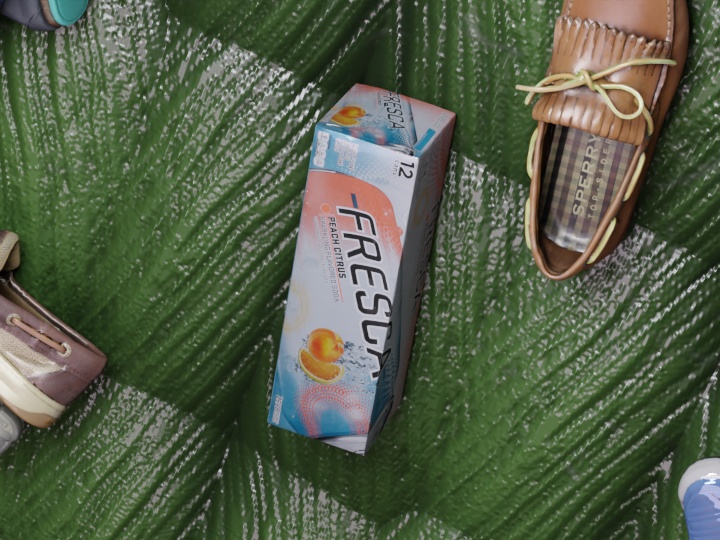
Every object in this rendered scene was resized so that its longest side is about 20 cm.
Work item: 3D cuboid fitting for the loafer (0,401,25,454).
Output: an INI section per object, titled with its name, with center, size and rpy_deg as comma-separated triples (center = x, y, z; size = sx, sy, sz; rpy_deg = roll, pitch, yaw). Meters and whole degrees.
[loafer]
center = -0.294, 0.047, 1.600
size = 0.070, 0.070, 0.200
rpy_deg = -39, 103, 16

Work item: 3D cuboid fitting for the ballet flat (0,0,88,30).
[ballet flat]
center = -0.192, -0.226, 1.422
size = 0.073, 0.073, 0.200
rpy_deg = 11, 124, 17

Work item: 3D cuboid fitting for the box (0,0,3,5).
[box]
center = -0.244, -0.185, 1.422
size = 0.121, 0.032, 0.200
rpy_deg = 48, 153, 2

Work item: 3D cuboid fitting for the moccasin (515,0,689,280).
[moccasin]
center = 0.122, -0.088, 1.355
size = 0.074, 0.078, 0.202
rpy_deg = 22, 123, 10

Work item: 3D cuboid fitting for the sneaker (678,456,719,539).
[sneaker]
center = 0.233, 0.197, 1.463
size = 0.076, 0.077, 0.200
rpy_deg = -17, 107, 31

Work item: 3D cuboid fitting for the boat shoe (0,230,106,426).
[boat shoe]
center = -0.234, 0.001, 1.562
size = 0.072, 0.072, 0.200
rpy_deg = -42, 90, 9

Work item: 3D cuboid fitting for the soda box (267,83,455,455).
[soda box]
center = 0.000, 0.000, 1.459
size = 0.064, 0.068, 0.200
rpy_deg = 17, 121, 14
